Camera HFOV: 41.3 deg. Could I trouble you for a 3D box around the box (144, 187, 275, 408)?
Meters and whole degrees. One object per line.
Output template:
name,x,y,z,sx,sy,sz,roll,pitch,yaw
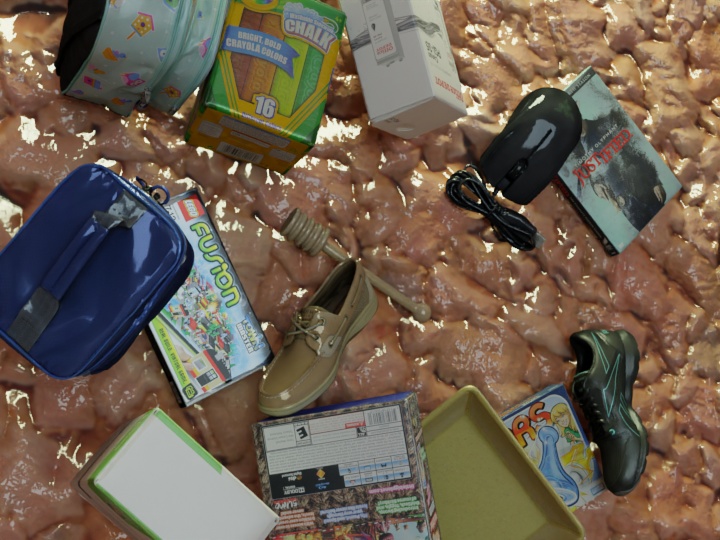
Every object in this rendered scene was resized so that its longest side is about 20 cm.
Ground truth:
box,-0.179,0.027,0.993,0.109,0.035,0.202,-26,90,-23

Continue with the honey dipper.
honey dipper,0.000,0.000,1.066,0.199,0.038,0.038,34,70,-14

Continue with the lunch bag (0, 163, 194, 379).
lunch bag,-0.247,-0.001,0.890,0.135,0.132,0.201,39,87,-2

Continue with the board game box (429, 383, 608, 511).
board game box,0.176,0.234,1.092,0.198,0.034,0.137,-25,90,-23

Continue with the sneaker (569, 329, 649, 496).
sneaker,0.284,0.163,1.122,0.078,0.075,0.203,12,60,-18

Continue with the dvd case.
dvd case,0.307,-0.140,1.217,0.146,0.022,0.201,-41,94,-22

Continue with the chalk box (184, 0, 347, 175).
chalk box,-0.097,-0.227,1.022,0.123,0.124,0.203,17,75,-17

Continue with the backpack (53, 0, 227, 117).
backpack,-0.213,-0.254,0.941,0.151,0.200,0.178,15,75,-18

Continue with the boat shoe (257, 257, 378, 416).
boat shoe,-0.050,0.065,0.987,0.201,0.070,0.065,-55,138,-41

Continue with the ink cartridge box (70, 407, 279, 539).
ink cartridge box,-0.177,0.209,0.873,0.145,0.200,0.084,44,66,-8

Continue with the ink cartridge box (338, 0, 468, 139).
ink cartridge box,0.044,-0.262,1.067,0.082,0.146,0.203,-16,85,20

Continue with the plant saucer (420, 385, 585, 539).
plant saucer,0.101,0.254,1.014,0.199,0.048,0.201,-38,88,6

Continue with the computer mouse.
computer mouse,0.206,-0.136,1.144,0.138,0.053,0.201,35,79,-8

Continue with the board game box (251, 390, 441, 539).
board game box,-0.007,0.235,0.949,0.157,0.097,0.203,-10,86,9
